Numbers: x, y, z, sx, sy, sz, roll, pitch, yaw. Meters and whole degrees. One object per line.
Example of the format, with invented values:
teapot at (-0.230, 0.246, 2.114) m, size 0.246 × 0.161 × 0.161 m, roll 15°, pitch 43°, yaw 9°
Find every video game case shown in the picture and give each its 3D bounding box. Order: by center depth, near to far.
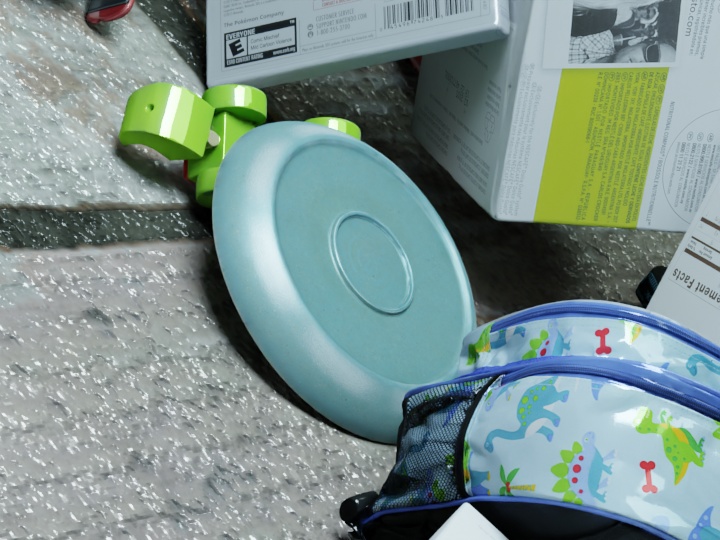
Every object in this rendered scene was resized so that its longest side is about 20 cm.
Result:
video game case at (-0.006, -0.212, 1.558) m, size 0.022 × 0.199 × 0.183 m, roll 29°, pitch 55°, yaw -60°

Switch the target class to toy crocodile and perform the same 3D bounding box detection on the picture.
toy crocodile at (-0.054, -0.060, 1.481) m, size 0.200 × 0.062 × 0.068 m, roll 18°, pitch 66°, yaw -43°

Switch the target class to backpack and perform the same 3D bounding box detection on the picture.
backpack at (0.125, 0.101, 1.253) m, size 0.183 × 0.200 × 0.147 m, roll 28°, pitch 69°, yaw -26°

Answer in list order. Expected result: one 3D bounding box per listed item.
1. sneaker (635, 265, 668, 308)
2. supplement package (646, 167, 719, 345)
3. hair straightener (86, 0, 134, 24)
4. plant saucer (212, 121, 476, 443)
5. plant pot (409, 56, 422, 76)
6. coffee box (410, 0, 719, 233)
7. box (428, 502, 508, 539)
sneaker at (0.271, 0.031, 1.771) m, size 0.200 × 0.073 × 0.082 m, roll 6°, pitch 41°, yaw -52°
supplement package at (0.268, 0.005, 1.502) m, size 0.121 × 0.201 × 0.120 m, roll 24°, pitch 6°, yaw -24°
hair straightener at (-0.145, -0.249, 1.562) m, size 0.077 × 0.041 × 0.200 m, roll 51°, pitch 46°, yaw -38°
plant saucer at (0.000, 0.000, 1.419) m, size 0.200 × 0.027 × 0.201 m, roll 31°, pitch 43°, yaw -34°
plant pot at (0.132, -0.197, 1.806) m, size 0.200 × 0.183 × 0.201 m, roll 34°, pitch 20°, yaw -14°
coffee box at (0.163, -0.148, 1.600) m, size 0.197 × 0.201 × 0.200 m, roll 3°, pitch 19°, yaw -16°
box at (0.036, 0.208, 1.115) m, size 0.124 × 0.098 × 0.200 m, roll 42°, pitch 24°, yaw 3°
